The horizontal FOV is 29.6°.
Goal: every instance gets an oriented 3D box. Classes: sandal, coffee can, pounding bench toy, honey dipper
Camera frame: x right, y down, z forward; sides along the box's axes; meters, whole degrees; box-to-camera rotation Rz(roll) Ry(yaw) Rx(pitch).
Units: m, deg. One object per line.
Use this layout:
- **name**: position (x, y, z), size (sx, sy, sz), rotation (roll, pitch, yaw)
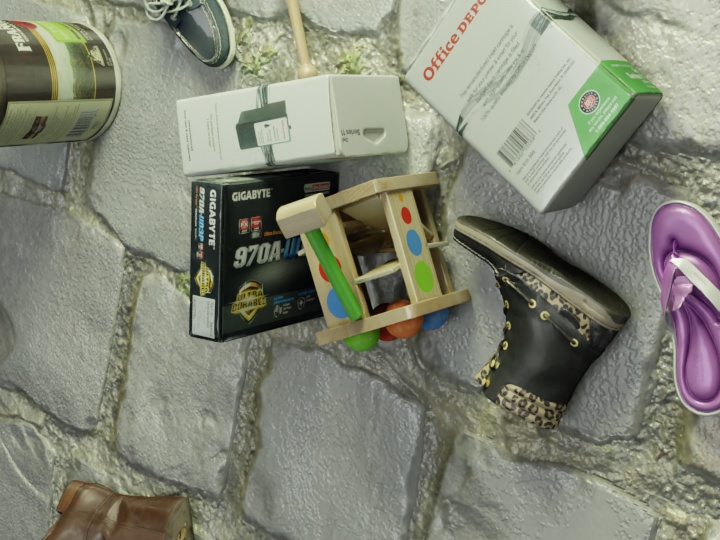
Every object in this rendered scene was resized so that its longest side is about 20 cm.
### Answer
- **sandal**: position (0.311, 0.035, 1.260), size (0.082, 0.050, 0.206), rotation (-12, 91, 33)
- **coffee can**: position (-0.398, -0.217, 1.586), size (0.145, 0.199, 0.149), rotation (5, 100, 31)
- **pounding bench toy**: position (0.000, 0.000, 1.365), size (0.123, 0.199, 0.158), rotation (-17, 87, 33)
- **honey dipper**: position (-0.075, -0.300, 1.466), size (0.038, 0.038, 0.203), rotation (-10, 93, 33)

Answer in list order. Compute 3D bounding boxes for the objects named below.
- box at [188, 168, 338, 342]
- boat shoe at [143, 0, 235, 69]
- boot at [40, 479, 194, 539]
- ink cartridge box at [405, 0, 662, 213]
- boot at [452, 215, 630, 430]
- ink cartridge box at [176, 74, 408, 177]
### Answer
- **box**: position (-0.099, -0.020, 1.426), size (0.046, 0.199, 0.161), rotation (9, 101, 33)
- **boat shoe**: position (-0.208, -0.315, 1.532), size (0.074, 0.062, 0.202), rotation (-31, 81, 30)
- **boot**: position (-0.302, 0.353, 1.661), size (0.198, 0.064, 0.189), rotation (6, 71, 29)
- **ink cartridge box**: position (0.161, -0.176, 1.295), size (0.200, 0.083, 0.147), rotation (47, 118, 18)
- **boot**: position (0.153, 0.050, 1.353), size (0.199, 0.073, 0.152), rotation (32, 113, 19)
- **ink cartridge box**: position (-0.070, -0.151, 1.420), size (0.198, 0.146, 0.084), rotation (-4, 94, 32)
